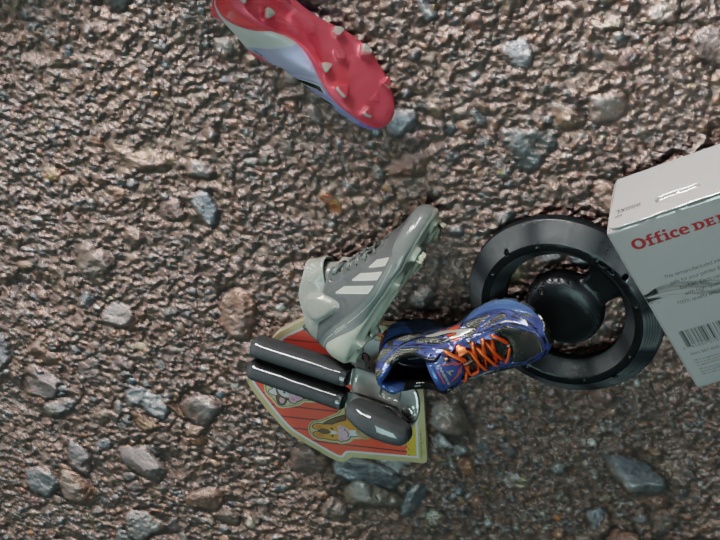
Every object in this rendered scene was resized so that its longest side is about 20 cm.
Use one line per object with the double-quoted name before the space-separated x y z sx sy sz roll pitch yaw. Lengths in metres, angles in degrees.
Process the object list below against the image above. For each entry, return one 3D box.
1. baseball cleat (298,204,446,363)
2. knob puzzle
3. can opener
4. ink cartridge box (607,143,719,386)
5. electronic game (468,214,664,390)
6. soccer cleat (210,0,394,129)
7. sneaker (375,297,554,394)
"baseball cleat" 0.000 0.000 1.481 0.106 0.070 0.201 36 116 10
"knob puzzle" -0.029 0.130 1.597 0.217 0.031 0.222 8 124 12
"can opener" -0.030 0.119 1.538 0.198 0.066 0.053 20 111 20
"ink cartridge box" 0.332 -0.008 1.356 0.143 0.085 0.201 -19 121 28
"electronic game" 0.201 0.034 1.459 0.197 0.042 0.202 13 127 18
"soccer cleat" -0.052 -0.201 1.378 0.199 0.067 0.076 38 156 -17
"sneaker" 0.099 0.086 1.465 0.198 0.079 0.076 -16 116 32
